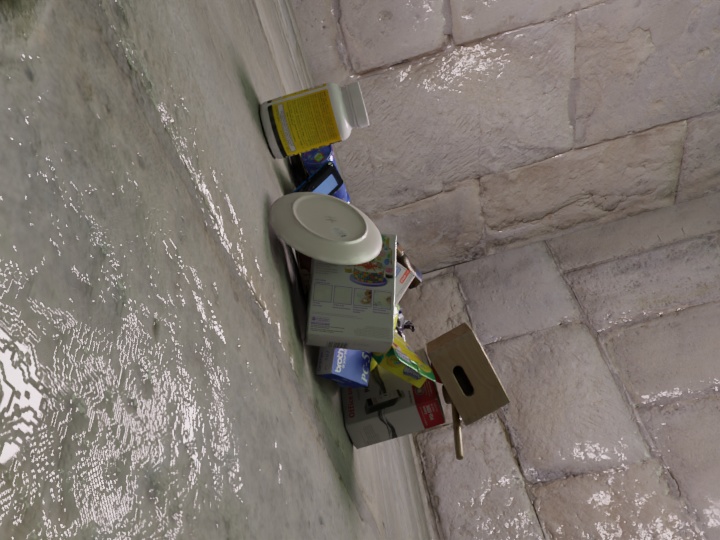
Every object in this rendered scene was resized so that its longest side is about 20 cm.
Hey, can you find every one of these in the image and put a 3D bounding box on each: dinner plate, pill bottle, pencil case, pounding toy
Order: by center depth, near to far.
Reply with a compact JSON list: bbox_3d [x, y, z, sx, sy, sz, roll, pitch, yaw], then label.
[{"bbox_3d":[-0.054,-0.080,1.009,0.202,0.197,0.024,-100,-154,-49],"label":"dinner plate"},{"bbox_3d":[-0.087,-0.298,1.185,0.112,0.197,0.114,-15,90,-86],"label":"pill bottle"},{"bbox_3d":[0.206,0.234,1.223,0.202,0.141,0.184,62,5,2],"label":"pounding toy"},{"bbox_3d":[-0.082,-0.219,1.425,0.087,0.077,0.201,54,-9,33],"label":"pencil case"}]

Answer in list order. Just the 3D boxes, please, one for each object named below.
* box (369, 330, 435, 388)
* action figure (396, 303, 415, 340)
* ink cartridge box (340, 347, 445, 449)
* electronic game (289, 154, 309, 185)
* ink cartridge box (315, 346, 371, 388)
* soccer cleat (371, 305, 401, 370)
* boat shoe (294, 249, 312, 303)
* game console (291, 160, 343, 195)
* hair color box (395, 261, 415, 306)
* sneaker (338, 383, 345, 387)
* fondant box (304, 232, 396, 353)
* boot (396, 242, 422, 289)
[{"bbox_3d":[0.056,0.149,1.153,0.117,0.049,0.200,34,4,-31],"label":"box"},{"bbox_3d":[0.091,0.158,1.452,0.129,0.068,0.204,-2,86,-58],"label":"action figure"},{"bbox_3d":[0.062,0.266,1.269,0.148,0.197,0.084,-101,171,-52],"label":"ink cartridge box"},{"bbox_3d":[-0.142,-0.275,1.473,0.200,0.041,0.203,-15,91,-86],"label":"electronic game"},{"bbox_3d":[-0.019,0.099,1.089,0.093,0.044,0.203,28,61,-39],"label":"ink cartridge box"},{"bbox_3d":[0.048,0.144,1.324,0.084,0.064,0.202,41,47,-24],"label":"soccer cleat"},{"bbox_3d":[-0.075,0.021,1.120,0.072,0.074,0.203,-82,156,-75],"label":"boat shoe"},{"bbox_3d":[-0.080,-0.117,1.292,0.119,0.170,0.200,48,1,5],"label":"game console"},{"bbox_3d":[0.000,0.000,1.225,0.111,0.199,0.064,-52,176,-42],"label":"hair color box"},{"bbox_3d":[-0.016,0.142,1.266,0.070,0.077,0.202,34,37,-39],"label":"sneaker"},{"bbox_3d":[-0.015,0.030,1.033,0.058,0.142,0.203,113,-18,-65],"label":"fondant box"},{"bbox_3d":[0.080,-0.002,1.346,0.097,0.074,0.200,51,-2,-2],"label":"boot"}]
